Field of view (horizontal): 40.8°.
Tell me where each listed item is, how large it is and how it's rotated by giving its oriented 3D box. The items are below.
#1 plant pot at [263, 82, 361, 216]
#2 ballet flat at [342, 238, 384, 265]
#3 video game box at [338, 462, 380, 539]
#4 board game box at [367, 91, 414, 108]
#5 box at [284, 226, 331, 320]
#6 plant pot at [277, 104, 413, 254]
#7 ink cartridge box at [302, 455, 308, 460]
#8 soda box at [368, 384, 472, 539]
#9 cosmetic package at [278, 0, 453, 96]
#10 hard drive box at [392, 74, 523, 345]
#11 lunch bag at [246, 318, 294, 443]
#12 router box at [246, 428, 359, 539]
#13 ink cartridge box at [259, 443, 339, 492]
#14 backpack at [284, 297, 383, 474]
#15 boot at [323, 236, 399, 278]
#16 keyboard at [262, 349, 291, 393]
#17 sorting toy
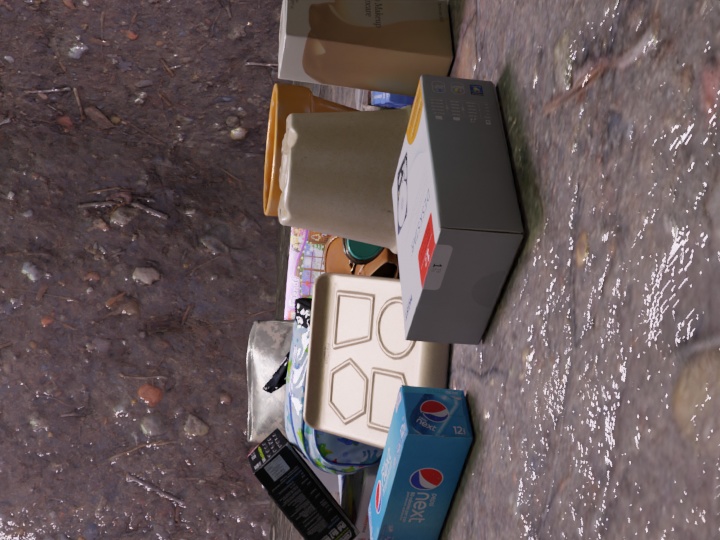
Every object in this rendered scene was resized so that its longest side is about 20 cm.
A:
[{"bbox_3d":[-0.051,-0.179,1.500,0.200,0.180,0.204,-176,90,-80],"label":"plant pot"},{"bbox_3d":[0.018,-0.087,1.308,0.068,0.067,0.202,-41,25,61],"label":"ballet flat"},{"bbox_3d":[0.005,0.280,1.358,0.201,0.046,0.184,-98,17,-54],"label":"video game box"},{"bbox_3d":[0.052,-0.333,1.361,0.200,0.043,0.202,-136,53,-79],"label":"board game box"},{"bbox_3d":[-0.051,0.003,1.565,0.039,0.135,0.203,0,-85,-65],"label":"box"},{"bbox_3d":[-0.005,-0.116,1.175,0.200,0.180,0.204,-175,90,-81],"label":"plant pot"},{"bbox_3d":[-0.040,0.166,1.345,0.202,0.059,0.104,-62,21,-10],"label":"ink cartridge box"},{"bbox_3d":[0.057,0.211,0.986,0.065,0.067,0.202,-95,13,-49],"label":"soda box"},{"bbox_3d":[0.004,-0.273,1.139,0.071,0.197,0.106,109,162,-53],"label":"cosmetic package"},{"bbox_3d":[0.085,-0.058,0.913,0.157,0.076,0.202,104,167,-47],"label":"hard drive box"},{"bbox_3d":[-0.091,0.174,1.538,0.117,0.162,0.204,-9,-81,-63],"label":"lunch bag"},{"bbox_3d":[-0.082,0.299,1.308,0.150,0.062,0.200,51,171,-2],"label":"router box"},{"bbox_3d":[-0.106,0.289,1.739,0.200,0.142,0.148,-127,42,-76],"label":"ink cartridge box"},{"bbox_3d":[-0.022,0.153,1.222,0.154,0.161,0.203,39,113,53],"label":"backpack"},{"bbox_3d":[0.000,0.000,1.398,0.156,0.073,0.201,-102,24,-44],"label":"boot"},{"bbox_3d":[-0.070,0.105,1.332,0.104,0.039,0.200,-54,-1,35],"label":"keyboard"},{"bbox_3d":[0.020,0.102,1.090,0.198,0.036,0.188,5,91,43],"label":"sorting toy"}]
